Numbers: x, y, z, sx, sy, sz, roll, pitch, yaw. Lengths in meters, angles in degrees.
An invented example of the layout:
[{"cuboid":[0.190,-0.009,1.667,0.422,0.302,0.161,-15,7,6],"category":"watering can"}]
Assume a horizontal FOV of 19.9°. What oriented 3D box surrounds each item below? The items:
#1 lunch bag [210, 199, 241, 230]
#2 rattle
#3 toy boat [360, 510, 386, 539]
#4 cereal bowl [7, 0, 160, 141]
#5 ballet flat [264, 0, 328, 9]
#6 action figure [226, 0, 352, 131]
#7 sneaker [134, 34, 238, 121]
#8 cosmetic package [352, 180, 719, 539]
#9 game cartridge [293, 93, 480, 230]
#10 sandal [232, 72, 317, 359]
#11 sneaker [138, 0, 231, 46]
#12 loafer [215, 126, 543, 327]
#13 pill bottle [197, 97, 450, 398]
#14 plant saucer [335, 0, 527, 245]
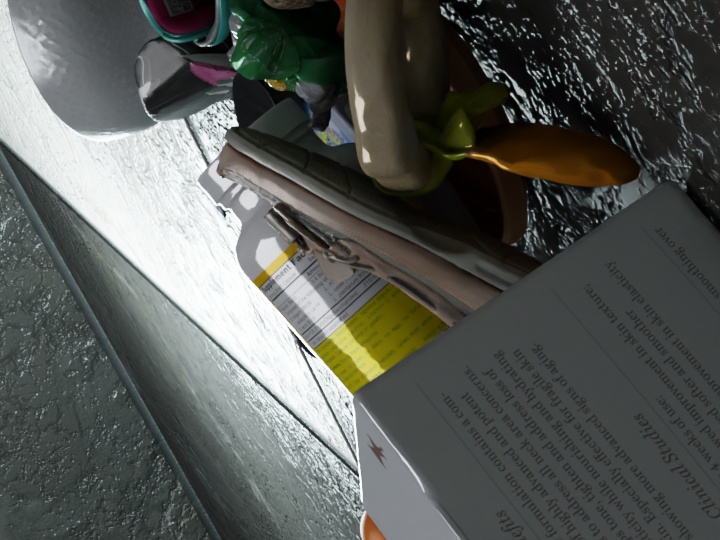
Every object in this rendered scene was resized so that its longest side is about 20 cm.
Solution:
[{"cuboid":[-0.018,-0.011,1.455,0.200,0.077,0.160,46,179,-30],"category":"lunch bag"},{"cuboid":[0.056,-0.143,1.047,0.130,0.142,0.201,16,-108,-55],"category":"rattle"},{"cuboid":[0.059,0.180,1.598,0.200,0.131,0.131,57,167,-1],"category":"toy boat"},{"cuboid":[-0.176,-0.201,1.527,0.200,0.083,0.201,-9,-90,-68],"category":"cereal bowl"},{"cuboid":[-0.035,-0.170,1.090,0.200,0.046,0.068,-78,-20,-74],"category":"ballet flat"},{"cuboid":[-0.032,-0.114,1.105,0.118,0.055,0.200,41,-170,9],"category":"action figure"},{"cuboid":[-0.100,-0.154,1.365,0.087,0.080,0.200,66,-161,2],"category":"sneaker"},{"cuboid":[0.123,0.098,1.027,0.168,0.200,0.166,52,166,21],"category":"cosmetic package"},{"cuboid":[-0.002,-0.053,1.280,0.200,0.040,0.134,49,147,27],"category":"game cartridge"},{"cuboid":[-0.054,-0.033,1.306,0.076,0.043,0.201,22,132,54],"category":"sandal"},{"cuboid":[-0.079,-0.179,1.260,0.084,0.120,0.200,58,168,11],"category":"sneaker"},{"cuboid":[0.010,-0.009,1.083,0.199,0.063,0.072,25,-167,-6],"category":"loafer"},{"cuboid":[0.000,0.000,1.166,0.200,0.104,0.104,49,167,1],"category":"pill bottle"},{"cuboid":[0.039,-0.101,1.227,0.200,0.032,0.200,52,165,20],"category":"plant saucer"}]
